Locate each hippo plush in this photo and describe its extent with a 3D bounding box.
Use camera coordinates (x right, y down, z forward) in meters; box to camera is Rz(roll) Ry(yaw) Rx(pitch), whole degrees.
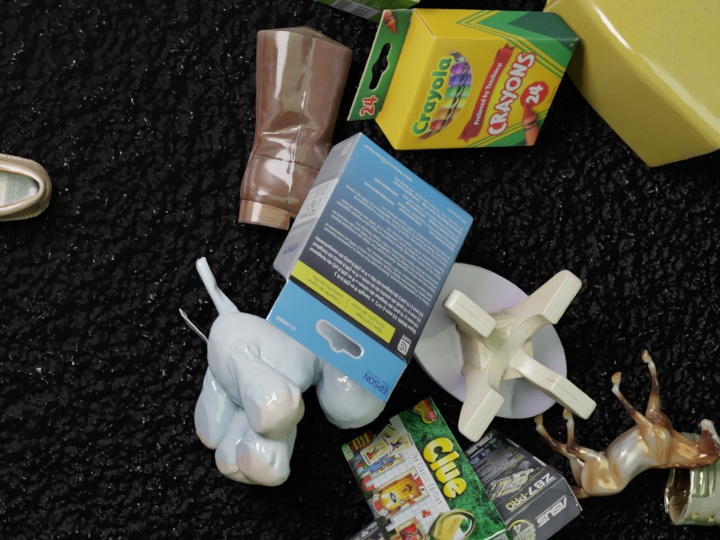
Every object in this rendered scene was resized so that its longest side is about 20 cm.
[{"bbox_3d":[-0.066,0.104,1.300,0.159,0.160,0.201,-9,53,-31],"label":"hippo plush"}]

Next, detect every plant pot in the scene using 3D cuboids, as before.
[{"bbox_3d":[0.296,-0.246,1.335,0.199,0.195,0.195,37,84,-7],"label":"plant pot"}]

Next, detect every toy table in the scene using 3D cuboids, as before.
[{"bbox_3d":[0.136,0.076,1.344,0.198,0.117,0.186,25,87,-16],"label":"toy table"}]

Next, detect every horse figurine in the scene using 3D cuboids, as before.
[{"bbox_3d":[0.262,0.178,1.406,0.198,0.050,0.134,-31,99,4],"label":"horse figurine"}]

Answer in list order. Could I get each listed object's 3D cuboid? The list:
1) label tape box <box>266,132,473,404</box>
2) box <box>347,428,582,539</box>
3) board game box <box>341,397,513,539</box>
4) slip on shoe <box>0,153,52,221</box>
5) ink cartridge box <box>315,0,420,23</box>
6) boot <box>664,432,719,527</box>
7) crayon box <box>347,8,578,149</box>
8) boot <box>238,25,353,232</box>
[{"bbox_3d":[0.000,0.000,1.249,0.143,0.066,0.202,35,68,-21],"label":"label tape box"},{"bbox_3d":[0.093,0.247,1.318,0.199,0.161,0.049,-35,107,-11],"label":"box"},{"bbox_3d":[0.058,0.207,1.284,0.104,0.201,0.024,-27,126,-3],"label":"board game box"},{"bbox_3d":[-0.377,-0.074,1.226,0.197,0.061,0.077,4,92,-15],"label":"slip on shoe"},{"bbox_3d":[0.031,-0.346,1.276,0.075,0.148,0.203,16,88,-14],"label":"ink cartridge box"},{"bbox_3d":[0.399,0.271,1.447,0.152,0.072,0.203,2,86,-16],"label":"boot"},{"bbox_3d":[0.097,-0.180,1.296,0.197,0.051,0.128,-5,134,-29],"label":"crayon box"},{"bbox_3d":[-0.021,-0.132,1.323,0.184,0.064,0.203,9,86,-17],"label":"boot"}]
